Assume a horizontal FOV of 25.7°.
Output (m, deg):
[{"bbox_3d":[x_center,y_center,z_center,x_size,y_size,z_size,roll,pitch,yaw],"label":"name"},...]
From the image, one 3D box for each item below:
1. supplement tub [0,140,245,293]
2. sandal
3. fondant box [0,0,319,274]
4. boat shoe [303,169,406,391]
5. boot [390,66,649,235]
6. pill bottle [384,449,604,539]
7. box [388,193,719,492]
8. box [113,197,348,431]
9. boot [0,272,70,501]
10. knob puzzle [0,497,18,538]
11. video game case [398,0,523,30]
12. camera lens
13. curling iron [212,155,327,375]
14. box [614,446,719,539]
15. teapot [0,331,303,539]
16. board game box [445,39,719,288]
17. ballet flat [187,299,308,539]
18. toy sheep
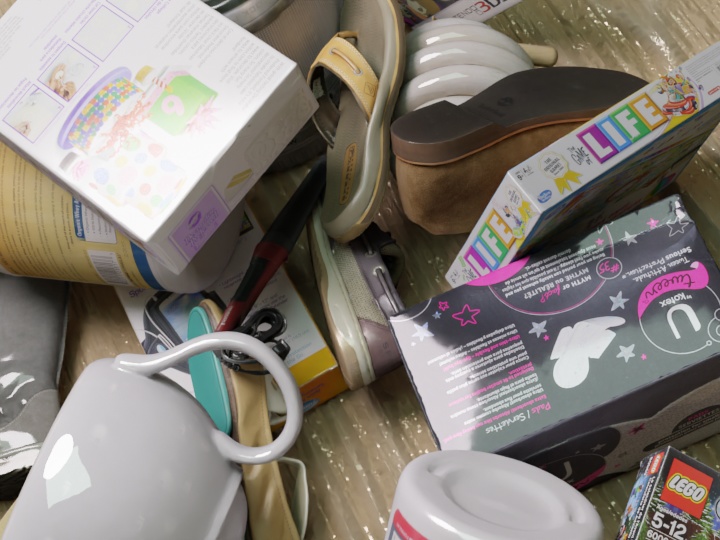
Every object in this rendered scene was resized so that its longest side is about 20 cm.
[{"bbox_3d":[-0.194,-0.064,1.113,0.198,0.145,0.146,6,62,17],"label":"supplement tub"},{"bbox_3d":[-0.011,-0.118,1.086,0.054,0.080,0.202,17,65,-23],"label":"sandal"},{"bbox_3d":[-0.148,-0.112,1.009,0.199,0.058,0.145,35,80,26],"label":"fondant box"},{"bbox_3d":[0.000,0.000,1.105,0.064,0.072,0.201,-12,41,-3],"label":"boat shoe"},{"bbox_3d":[0.108,-0.083,1.042,0.199,0.076,0.074,-19,31,-24],"label":"boot"},{"bbox_3d":[0.057,0.216,0.893,0.119,0.119,0.202,23,110,26],"label":"pill bottle"},{"bbox_3d":[0.137,0.065,0.998,0.198,0.132,0.115,-23,60,3],"label":"box"},{"bbox_3d":[-0.103,0.032,1.143,0.118,0.042,0.201,-29,54,-2],"label":"box"},{"bbox_3d":[-0.291,0.073,1.153,0.180,0.073,0.202,-11,64,-7],"label":"boot"},{"bbox_3d":[-0.180,0.247,1.040,0.217,0.030,0.222,-5,69,12],"label":"knob puzzle"},{"bbox_3d":[0.028,-0.253,1.136,0.036,0.199,0.181,-60,18,-20],"label":"video game case"},{"bbox_3d":[-0.091,-0.187,1.171,0.158,0.200,0.161,-7,59,12],"label":"camera lens"},{"bbox_3d":[-0.052,-0.006,1.062,0.049,0.026,0.201,23,47,-4],"label":"curling iron"},{"bbox_3d":[0.229,0.206,0.886,0.199,0.038,0.137,27,68,-6],"label":"box"},{"bbox_3d":[-0.130,0.156,0.957,0.145,0.200,0.199,23,57,-3],"label":"teapot"},{"bbox_3d":[0.155,-0.061,1.028,0.199,0.135,0.034,-32,73,-28],"label":"board game box"},{"bbox_3d":[-0.071,0.117,1.046,0.062,0.069,0.202,-5,80,-26],"label":"ballet flat"},{"bbox_3d":[0.075,-0.106,1.121,0.137,0.139,0.201,-11,40,9],"label":"toy sheep"}]
